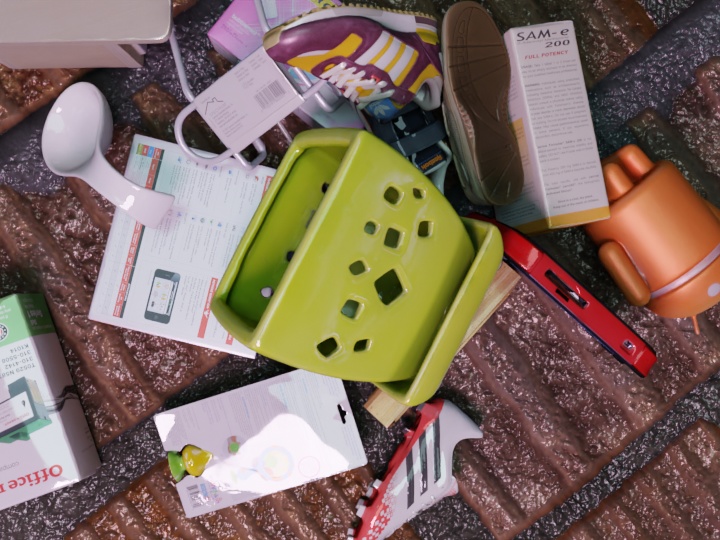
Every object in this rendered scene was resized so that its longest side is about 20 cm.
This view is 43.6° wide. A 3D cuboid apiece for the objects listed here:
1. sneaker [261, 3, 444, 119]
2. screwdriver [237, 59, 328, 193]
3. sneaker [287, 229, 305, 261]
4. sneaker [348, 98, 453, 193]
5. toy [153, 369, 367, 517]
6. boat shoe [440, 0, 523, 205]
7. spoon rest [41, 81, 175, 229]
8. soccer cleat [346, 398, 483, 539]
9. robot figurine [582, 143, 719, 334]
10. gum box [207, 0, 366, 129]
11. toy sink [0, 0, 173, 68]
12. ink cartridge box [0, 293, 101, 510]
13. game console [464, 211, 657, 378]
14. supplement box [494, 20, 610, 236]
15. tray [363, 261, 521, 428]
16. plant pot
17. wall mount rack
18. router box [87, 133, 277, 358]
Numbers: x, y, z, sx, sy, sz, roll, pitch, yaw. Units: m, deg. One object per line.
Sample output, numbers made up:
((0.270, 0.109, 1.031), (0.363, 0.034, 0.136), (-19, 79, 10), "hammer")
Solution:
((0.004, -0.178, 0.792), (0.200, 0.075, 0.090), (-12, 93, -41), "sneaker")
((-0.069, -0.137, 0.948), (0.029, 0.028, 0.200), (-29, 106, -2), "screwdriver")
((0.020, 0.018, 0.952), (0.202, 0.077, 0.147), (-6, 99, -13), "sneaker")
((0.046, -0.142, 0.906), (0.078, 0.079, 0.200), (-31, 126, -18), "sneaker")
((-0.104, 0.174, 0.952), (0.199, 0.047, 0.116), (-18, 93, 0), "toy")
((0.110, -0.162, 0.895), (0.072, 0.065, 0.201), (-17, 99, -22), "boat shoe")
((-0.266, -0.119, 0.910), (0.200, 0.061, 0.099), (42, 103, 30), "spoon rest")
((0.055, 0.231, 0.949), (0.085, 0.069, 0.200), (30, 82, 2), "soccer cleat")
((0.316, -0.035, 0.945), (0.117, 0.144, 0.200), (-38, 91, 23), "robot figurine")
((-0.055, -0.231, 0.955), (0.200, 0.066, 0.114), (38, 88, -1), "gum box")
((-0.280, -0.283, 0.924), (0.199, 0.112, 0.131), (-2, 88, 2), "toy sink")
((-0.371, 0.140, 0.919), (0.146, 0.084, 0.201), (-20, 89, -3), "ink cartridge box")
((0.192, 0.021, 0.891), (0.200, 0.177, 0.031), (41, 92, -13), "game console")
((0.181, -0.139, 0.932), (0.073, 0.126, 0.201), (-11, 89, -14), "supplement box")
((0.084, 0.077, 0.936), (0.037, 0.099, 0.200), (41, 86, 10), "tray")
((0.000, 0.000, 0.812), (0.181, 0.199, 0.200), (27, 88, -20), "plant pot")
((-0.114, -0.200, 0.881), (0.200, 0.075, 0.174), (-30, 106, 30), "wall mount rack")
((-0.173, -0.024, 0.952), (0.179, 0.049, 0.201), (15, 88, -3), "router box")
